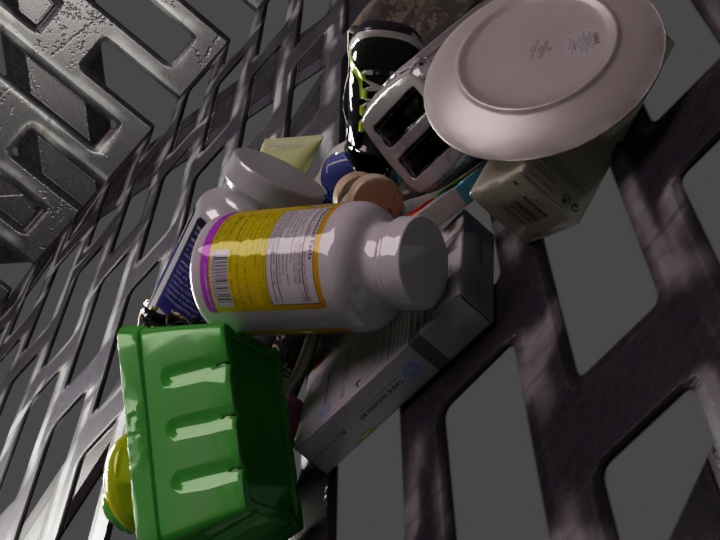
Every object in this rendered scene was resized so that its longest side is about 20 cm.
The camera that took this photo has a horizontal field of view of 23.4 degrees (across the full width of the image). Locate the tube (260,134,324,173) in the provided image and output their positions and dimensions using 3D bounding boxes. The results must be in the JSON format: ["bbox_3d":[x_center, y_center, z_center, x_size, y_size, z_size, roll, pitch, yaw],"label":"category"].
[{"bbox_3d":[-0.104,-0.066,1.809,0.052,0.058,0.200,117,177,-58],"label":"tube"}]

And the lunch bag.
[{"bbox_3d":[0.063,-0.227,1.841,0.164,0.117,0.200,-56,-13,-26],"label":"lunch bag"}]

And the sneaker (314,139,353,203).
[{"bbox_3d":[-0.043,-0.038,1.821,0.199,0.080,0.115,-44,19,48],"label":"sneaker"}]

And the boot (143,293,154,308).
[{"bbox_3d":[-0.160,0.086,1.745,0.200,0.075,0.097,14,71,38],"label":"boot"}]

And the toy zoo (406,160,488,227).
[{"bbox_3d":[0.060,-0.047,1.498,0.200,0.020,0.131,-36,2,-31],"label":"toy zoo"}]

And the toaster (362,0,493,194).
[{"bbox_3d":[0.090,-0.150,1.511,0.129,0.114,0.200,-39,1,-28],"label":"toaster"}]

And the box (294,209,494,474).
[{"bbox_3d":[0.030,0.058,1.445,0.200,0.041,0.156,-43,16,22],"label":"box"}]

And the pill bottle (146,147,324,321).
[{"bbox_3d":[-0.117,-0.006,1.627,0.200,0.115,0.116,-63,12,17],"label":"pill bottle"}]

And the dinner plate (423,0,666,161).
[{"bbox_3d":[0.141,-0.167,1.372,0.199,0.024,0.201,-13,48,15],"label":"dinner plate"}]

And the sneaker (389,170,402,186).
[{"bbox_3d":[-0.033,-0.032,1.732,0.200,0.090,0.078,-50,16,0],"label":"sneaker"}]

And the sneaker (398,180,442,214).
[{"bbox_3d":[0.072,-0.141,1.698,0.077,0.082,0.200,-24,31,59],"label":"sneaker"}]

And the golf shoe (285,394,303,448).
[{"bbox_3d":[-0.122,0.154,1.532,0.200,0.091,0.076,-40,28,48],"label":"golf shoe"}]

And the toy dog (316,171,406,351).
[{"bbox_3d":[0.000,0.000,1.619,0.200,0.096,0.132,-61,13,24],"label":"toy dog"}]

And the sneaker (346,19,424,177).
[{"bbox_3d":[0.022,-0.147,1.624,0.200,0.071,0.083,92,180,-56],"label":"sneaker"}]

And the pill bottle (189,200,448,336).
[{"bbox_3d":[-0.032,-0.001,1.395,0.199,0.104,0.104,-3,44,35],"label":"pill bottle"}]

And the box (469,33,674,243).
[{"bbox_3d":[0.172,-0.123,1.403,0.200,0.068,0.082,-58,18,-25],"label":"box"}]

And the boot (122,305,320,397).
[{"bbox_3d":[-0.118,0.054,1.536,0.074,0.153,0.204,-88,15,-54],"label":"boot"}]

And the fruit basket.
[{"bbox_3d":[-0.156,0.158,1.435,0.215,0.155,0.216,-10,68,27],"label":"fruit basket"}]
